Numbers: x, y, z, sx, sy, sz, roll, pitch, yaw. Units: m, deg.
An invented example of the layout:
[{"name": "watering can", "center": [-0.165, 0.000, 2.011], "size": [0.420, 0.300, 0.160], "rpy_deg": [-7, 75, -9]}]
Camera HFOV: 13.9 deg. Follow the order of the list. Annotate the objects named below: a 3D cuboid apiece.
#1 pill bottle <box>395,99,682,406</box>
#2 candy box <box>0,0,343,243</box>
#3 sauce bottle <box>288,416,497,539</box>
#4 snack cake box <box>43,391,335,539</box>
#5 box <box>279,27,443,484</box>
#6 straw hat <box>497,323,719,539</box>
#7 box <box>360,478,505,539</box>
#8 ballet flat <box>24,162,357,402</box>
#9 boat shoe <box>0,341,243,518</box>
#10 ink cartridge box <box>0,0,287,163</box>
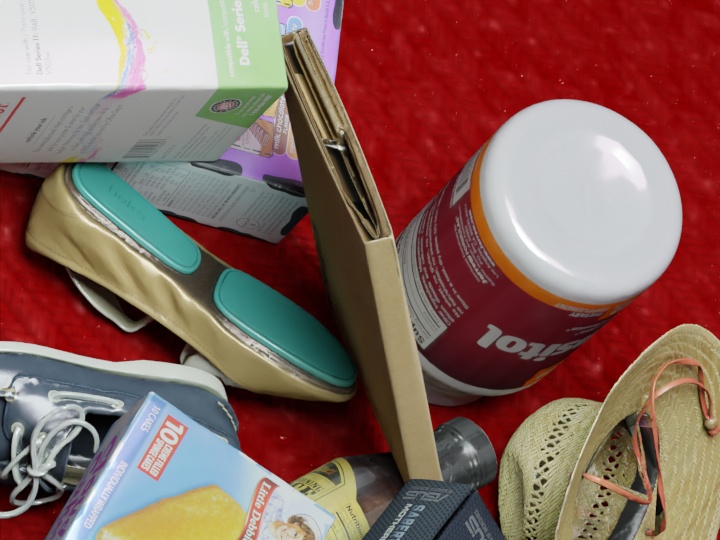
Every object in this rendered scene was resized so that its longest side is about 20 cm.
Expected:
[{"name": "pill bottle", "center": [0.080, -0.001, 1.571], "size": [0.113, 0.200, 0.113], "rpy_deg": [9, 64, -19]}, {"name": "candy box", "center": [-0.116, -0.125, 1.619], "size": [0.200, 0.072, 0.168], "rpy_deg": [15, 63, -16]}, {"name": "sauce bottle", "center": [-0.016, 0.136, 1.551], "size": [0.200, 0.066, 0.066], "rpy_deg": [-26, 79, -32]}, {"name": "snack cake box", "center": [-0.111, 0.175, 1.417], "size": [0.115, 0.067, 0.200], "rpy_deg": [34, 62, -9]}, {"name": "box", "center": [0.000, 0.000, 1.511], "size": [0.021, 0.200, 0.164], "rpy_deg": [-17, 46, -7]}, {"name": "straw hat", "center": [0.122, 0.117, 1.599], "size": [0.085, 0.201, 0.201], "rpy_deg": [16, 52, 32]}, {"name": "box", "center": [0.041, 0.230, 1.483], "size": [0.158, 0.051, 0.200], "rpy_deg": [-48, 123, -31]}, {"name": "ballet flat", "center": [-0.093, 0.018, 1.576], "size": [0.200, 0.063, 0.069], "rpy_deg": [38, 26, -2]}, {"name": "boat shoe", "center": [-0.155, 0.086, 1.506], "size": [0.200, 0.075, 0.062], "rpy_deg": [8, 34, -27]}, {"name": "ink cartridge box", "center": [-0.151, -0.102, 1.486], "size": [0.199, 0.117, 0.068], "rpy_deg": [-2, 74, -23]}]
